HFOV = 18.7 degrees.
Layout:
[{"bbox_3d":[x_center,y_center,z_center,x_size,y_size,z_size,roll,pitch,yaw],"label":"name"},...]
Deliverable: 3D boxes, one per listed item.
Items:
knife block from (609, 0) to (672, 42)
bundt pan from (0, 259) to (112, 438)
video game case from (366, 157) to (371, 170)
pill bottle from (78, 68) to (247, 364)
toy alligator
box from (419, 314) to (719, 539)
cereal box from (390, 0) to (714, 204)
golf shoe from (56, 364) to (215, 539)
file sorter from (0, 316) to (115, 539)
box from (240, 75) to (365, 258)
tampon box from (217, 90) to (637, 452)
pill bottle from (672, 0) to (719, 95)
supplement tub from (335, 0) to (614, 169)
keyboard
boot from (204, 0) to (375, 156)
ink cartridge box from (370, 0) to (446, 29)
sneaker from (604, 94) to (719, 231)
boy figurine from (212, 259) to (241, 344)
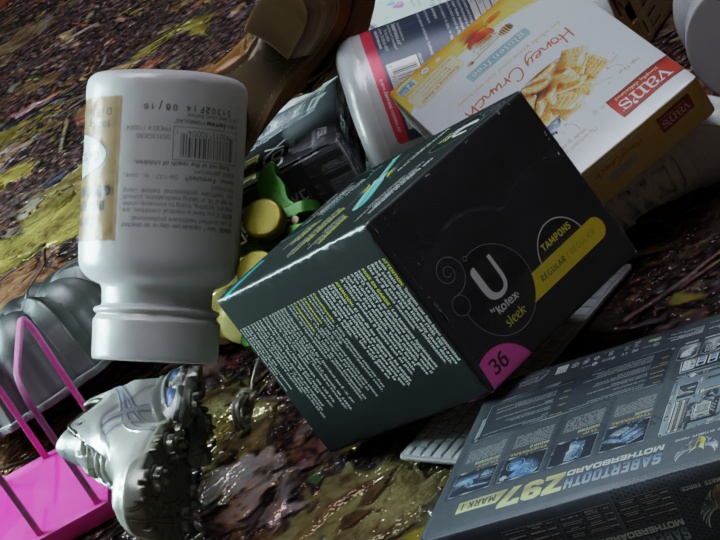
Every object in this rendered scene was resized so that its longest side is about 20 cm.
[{"bbox_3d":[0.165,-0.208,1.806,0.175,0.064,0.200,-15,26,37],"label":"knife block"},{"bbox_3d":[-0.254,0.058,1.700,0.202,0.076,0.202,-33,7,5],"label":"bundt pan"},{"bbox_3d":[0.034,-0.079,1.752,0.182,0.022,0.200,-38,23,-18],"label":"video game case"},{"bbox_3d":[-0.140,-0.036,1.532,0.114,0.200,0.114,3,-3,0],"label":"pill bottle"},{"bbox_3d":[-0.053,0.017,1.528,0.054,0.059,0.200,-2,68,18],"label":"toy alligator"},{"bbox_3d":[0.143,0.095,1.161,0.200,0.051,0.158,-20,20,28],"label":"box"},{"bbox_3d":[0.123,-0.112,1.454,0.144,0.040,0.200,-41,39,-3],"label":"cereal box"},{"bbox_3d":[-0.154,0.127,1.435,0.097,0.078,0.200,-6,15,5],"label":"golf shoe"},{"bbox_3d":[-0.289,0.143,1.541,0.200,0.126,0.139,-29,21,5],"label":"file sorter"},{"bbox_3d":[-0.074,-0.074,1.679,0.158,0.050,0.200,-28,18,10],"label":"box"},{"bbox_3d":[0.037,0.005,1.342,0.150,0.126,0.200,-42,9,-31],"label":"tampon box"},{"bbox_3d":[0.282,-0.203,1.560,0.116,0.116,0.200,-22,22,22],"label":"pill bottle"},{"bbox_3d":[0.093,-0.135,1.610,0.200,0.140,0.140,-20,21,3],"label":"supplement tub"},{"bbox_3d":[0.100,0.056,1.369,0.056,0.011,0.200,-7,32,48],"label":"keyboard"},{"bbox_3d":[-0.071,-0.144,1.653,0.200,0.077,0.155,-58,-12,20],"label":"boot"},{"bbox_3d":[0.020,-0.191,1.893,0.200,0.117,0.068,-22,23,26],"label":"ink cartridge box"},{"bbox_3d":[0.175,-0.050,1.445,0.200,0.075,0.100,-19,41,23],"label":"sneaker"},{"bbox_3d":[-0.096,0.013,1.664,0.124,0.064,0.200,-26,18,5],"label":"boy figurine"}]
